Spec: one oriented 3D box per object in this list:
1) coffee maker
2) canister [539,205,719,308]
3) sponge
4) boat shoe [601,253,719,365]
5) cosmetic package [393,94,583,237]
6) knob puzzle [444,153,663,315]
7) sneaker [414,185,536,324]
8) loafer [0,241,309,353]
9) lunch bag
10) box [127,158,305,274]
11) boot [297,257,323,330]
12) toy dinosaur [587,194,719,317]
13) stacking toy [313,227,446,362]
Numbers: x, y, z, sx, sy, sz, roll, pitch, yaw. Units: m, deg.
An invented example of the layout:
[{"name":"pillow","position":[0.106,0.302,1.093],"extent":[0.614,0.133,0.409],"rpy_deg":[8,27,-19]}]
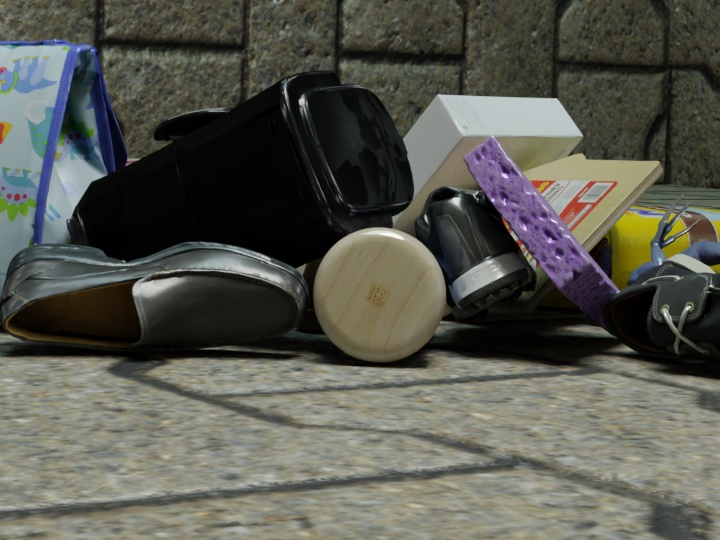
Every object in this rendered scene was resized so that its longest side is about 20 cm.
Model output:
[{"name":"coffee maker","position":[-0.085,-0.037,1.378],"extent":[0.199,0.135,0.192],"rpy_deg":[-25,17,32]},{"name":"canister","position":[0.220,-0.015,1.723],"extent":[0.199,0.087,0.148],"rpy_deg":[0,5,-37]},{"name":"sponge","position":[0.133,-0.019,1.394],"extent":[0.030,0.112,0.200],"rpy_deg":[-39,-19,7]},{"name":"boat shoe","position":[0.219,0.036,1.297],"extent":[0.067,0.072,0.200],"rpy_deg":[-19,12,-15]},{"name":"cosmetic package","position":[0.074,-0.063,1.721],"extent":[0.150,0.052,0.200],"rpy_deg":[-1,-40,-43]},{"name":"knob puzzle","position":[0.121,-0.022,1.603],"extent":[0.219,0.031,0.220],"rpy_deg":[-26,25,13]},{"name":"sneaker","position":[0.078,-0.016,1.419],"extent":[0.066,0.091,0.200],"rpy_deg":[-27,-6,1]},{"name":"loafer","position":[-0.133,0.027,1.297],"extent":[0.199,0.073,0.072],"rpy_deg":[-1,26,4]},{"name":"lunch bag","position":[-0.266,-0.065,1.458],"extent":[0.169,0.201,0.127],"rpy_deg":[3,5,24]},{"name":"box","position":[-0.128,-0.034,1.681],"extent":[0.199,0.110,0.128],"rpy_deg":[5,6,29]},{"name":"boot","position":[0.000,0.000,1.536],"extent":[0.073,0.076,0.200],"rpy_deg":[1,4,13]},{"name":"toy dinosaur","position":[0.219,0.008,1.482],"extent":[0.181,0.105,0.200],"rpy_deg":[-17,4,35]},{"name":"stacking toy","position":[0.019,0.019,1.374],"extent":[0.085,0.086,0.200],"rpy_deg":[2,-2,5]}]
